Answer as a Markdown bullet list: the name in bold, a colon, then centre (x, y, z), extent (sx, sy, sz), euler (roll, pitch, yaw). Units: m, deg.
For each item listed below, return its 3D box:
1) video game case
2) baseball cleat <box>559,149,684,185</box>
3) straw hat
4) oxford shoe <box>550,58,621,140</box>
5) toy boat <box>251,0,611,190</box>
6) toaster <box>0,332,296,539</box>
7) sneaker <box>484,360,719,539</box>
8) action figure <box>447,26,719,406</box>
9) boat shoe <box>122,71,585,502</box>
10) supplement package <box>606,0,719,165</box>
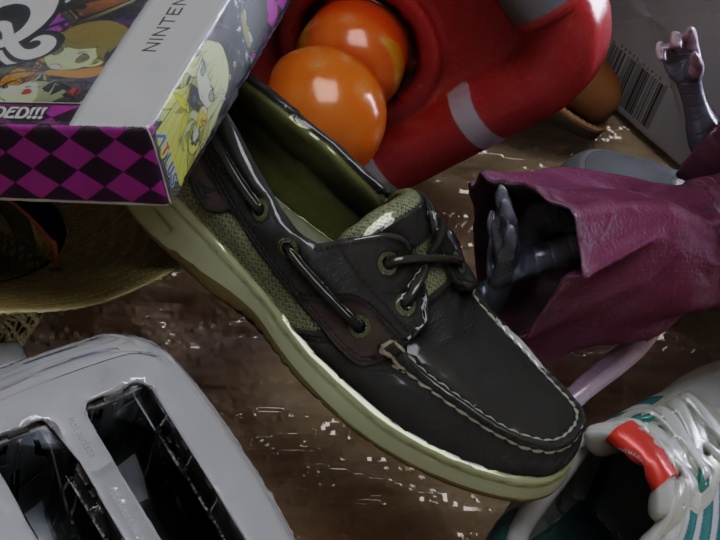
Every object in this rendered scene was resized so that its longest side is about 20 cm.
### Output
- **video game case**: centre (-0.129, -0.089, 0.777), extent (0.198, 0.036, 0.182), euler (3, 37, 19)
- **baseball cleat**: centre (0.183, -0.021, 0.925), extent (0.199, 0.107, 0.070), euler (25, 37, -2)
- **straw hat**: centre (-0.157, 0.000, 0.822), extent (0.199, 0.086, 0.202), euler (11, 27, -6)
- **oxford shoe**: centre (0.067, -0.147, 0.959), extent (0.201, 0.071, 0.071), euler (57, 22, -17)
- **toy boat**: centre (-0.006, -0.079, 0.858), extent (0.131, 0.199, 0.131), euler (53, 33, -17)
- **toaster**: centre (-0.082, 0.119, 0.728), extent (0.113, 0.130, 0.201), euler (-19, 60, -26)
- **sneaker**: centre (0.112, 0.084, 0.832), extent (0.070, 0.094, 0.199), euler (43, 55, 18)
- **action figure**: centre (0.138, -0.006, 0.843), extent (0.198, 0.150, 0.134), euler (-6, 24, -15)
- **boat shoe**: centre (0.000, -0.001, 0.771), extent (0.200, 0.066, 0.072), euler (39, 36, 10)
- **supplement package**: centre (0.195, -0.155, 1.022), extent (0.199, 0.120, 0.121), euler (-33, 66, -33)
